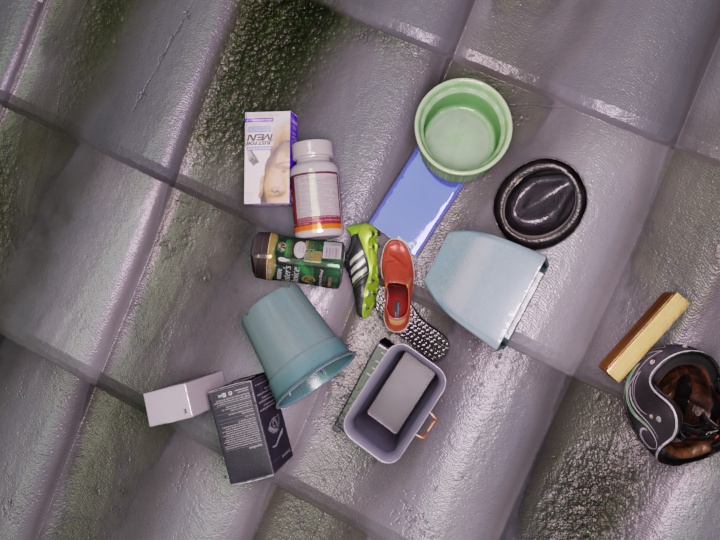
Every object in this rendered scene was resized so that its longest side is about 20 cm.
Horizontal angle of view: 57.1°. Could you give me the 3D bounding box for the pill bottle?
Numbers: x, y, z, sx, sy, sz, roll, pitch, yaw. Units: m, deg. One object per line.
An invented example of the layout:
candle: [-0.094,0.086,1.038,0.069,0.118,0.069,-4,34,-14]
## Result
pill bottle: [-0.096,-0.171,1.427,0.107,0.109,0.205,-5,88,10]

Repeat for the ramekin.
ramekin: [0.208,-0.280,1.365,0.195,0.098,0.205,-1,80,4]

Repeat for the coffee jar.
coffee jar: [-0.132,-0.021,1.389,0.195,0.105,0.087,8,63,-3]

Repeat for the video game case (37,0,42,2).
video game case: [-0.832,-0.762,1.616,0.197,0.018,0.145,28,94,9]

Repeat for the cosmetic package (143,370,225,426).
cosmetic package: [-0.370,0.272,1.423,0.099,0.200,0.073,-14,87,9]

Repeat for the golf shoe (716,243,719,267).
golf shoe: [0.784,0.009,1.294,0.097,0.078,0.201,-37,89,-10]

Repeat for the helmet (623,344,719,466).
helmet: [0.595,0.245,1.253,0.196,0.201,0.193,-16,49,9]

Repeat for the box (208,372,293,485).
box: [-0.233,0.334,1.424,0.102,0.148,0.204,-15,86,9]

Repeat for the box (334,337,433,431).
box: [0.058,0.269,1.387,0.146,0.104,0.203,30,95,9]

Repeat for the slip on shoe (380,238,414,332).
slip on shoe: [0.077,0.025,1.372,0.072,0.061,0.204,2,68,1]

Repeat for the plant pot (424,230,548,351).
plant pot: [0.243,0.021,1.328,0.198,0.196,0.199,30,95,17]

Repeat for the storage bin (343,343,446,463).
storage bin: [0.079,0.246,1.255,0.144,0.134,0.202,34,95,9]

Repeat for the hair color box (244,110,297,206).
hair color box: [-0.199,-0.246,1.471,0.107,0.065,0.205,0,91,10]

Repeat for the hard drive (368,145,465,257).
hard drive: [0.124,-0.151,1.429,0.131,0.025,0.202,34,95,9]

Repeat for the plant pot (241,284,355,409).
plant pot: [-0.143,0.152,1.399,0.199,0.200,0.198,-37,75,7]

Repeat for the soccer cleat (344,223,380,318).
soccer cleat: [0.000,0.000,1.436,0.080,0.067,0.205,2,90,30]

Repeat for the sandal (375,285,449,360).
sandal: [0.105,0.115,1.422,0.075,0.048,0.200,-45,92,5]

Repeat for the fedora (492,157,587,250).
fedora: [0.369,-0.139,1.349,0.196,0.092,0.206,0,90,10]

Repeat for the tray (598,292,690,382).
tray: [0.556,0.129,1.308,0.037,0.099,0.201,42,96,9]
